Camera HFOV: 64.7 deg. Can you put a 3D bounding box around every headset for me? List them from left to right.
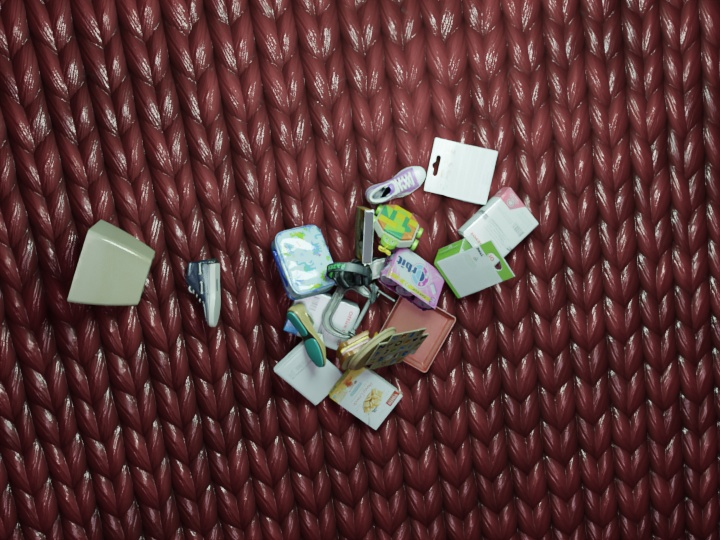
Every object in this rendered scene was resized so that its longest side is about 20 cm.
[{"bbox_3d":[-0.015,0.031,1.607,0.121,0.198,0.096,-5,72,36],"label":"headset"}]

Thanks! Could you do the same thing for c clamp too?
[{"bbox_3d":[-0.014,0.118,1.679,0.170,0.027,0.202,37,78,-6],"label":"c clamp"}]

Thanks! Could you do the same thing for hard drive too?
[{"bbox_3d":[-0.155,0.315,1.746,0.132,0.027,0.200,-42,122,2],"label":"hard drive"}]

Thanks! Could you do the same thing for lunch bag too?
[{"bbox_3d":[-0.168,-0.024,1.652,0.158,0.082,0.204,-17,77,-28],"label":"lunch bag"}]

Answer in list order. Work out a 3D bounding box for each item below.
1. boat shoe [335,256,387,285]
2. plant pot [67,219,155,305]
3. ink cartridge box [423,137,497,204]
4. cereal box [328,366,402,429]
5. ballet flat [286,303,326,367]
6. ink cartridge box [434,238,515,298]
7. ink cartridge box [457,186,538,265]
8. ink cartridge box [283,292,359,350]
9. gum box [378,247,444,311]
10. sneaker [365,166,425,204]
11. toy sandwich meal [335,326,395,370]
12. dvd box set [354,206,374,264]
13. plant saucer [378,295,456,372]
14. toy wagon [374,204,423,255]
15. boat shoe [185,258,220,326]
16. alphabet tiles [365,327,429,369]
[{"bbox_3d":[0.000,0.000,1.728,0.196,0.062,0.077,-18,98,-4],"label":"boat shoe"},{"bbox_3d":[-0.691,-0.005,1.609,0.174,0.200,0.204,19,97,-19],"label":"plant pot"},{"bbox_3d":[0.302,-0.299,1.722,0.195,0.050,0.166,13,99,2],"label":"ink cartridge box"},{"bbox_3d":[0.017,0.391,1.791,0.199,0.040,0.145,38,94,-18],"label":"cereal box"},{"bbox_3d":[-0.142,0.185,1.659,0.068,0.063,0.203,-15,108,43],"label":"ballet flat"},{"bbox_3d":[0.341,-0.021,1.686,0.198,0.076,0.149,-24,115,35],"label":"ink cartridge box"},{"bbox_3d":[0.415,-0.131,1.733,0.200,0.083,0.147,-42,100,2],"label":"ink cartridge box"},{"bbox_3d":[-0.118,0.140,1.728,0.196,0.084,0.147,22,97,-8],"label":"ink cartridge box"},{"bbox_3d":[0.152,0.021,1.697,0.198,0.066,0.115,34,65,-23],"label":"gum box"},{"bbox_3d":[0.111,-0.246,1.673,0.197,0.114,0.074,-28,99,-1],"label":"sneaker"},{"bbox_3d":[0.016,0.220,1.677,0.204,0.205,0.071,-42,72,2],"label":"toy sandwich meal"},{"bbox_3d":[0.009,-0.107,1.641,0.029,0.200,0.150,2,100,-7],"label":"dvd box set"},{"bbox_3d":[0.169,0.186,1.786,0.197,0.037,0.203,29,96,-9],"label":"plant saucer"},{"bbox_3d":[0.101,-0.117,1.655,0.153,0.201,0.040,29,129,-1],"label":"toy wagon"},{"bbox_3d":[-0.471,0.065,1.698,0.090,0.075,0.206,2,91,1],"label":"boat shoe"},{"bbox_3d":[0.110,0.233,1.688,0.197,0.006,0.168,-6,140,-37],"label":"alphabet tiles"}]
